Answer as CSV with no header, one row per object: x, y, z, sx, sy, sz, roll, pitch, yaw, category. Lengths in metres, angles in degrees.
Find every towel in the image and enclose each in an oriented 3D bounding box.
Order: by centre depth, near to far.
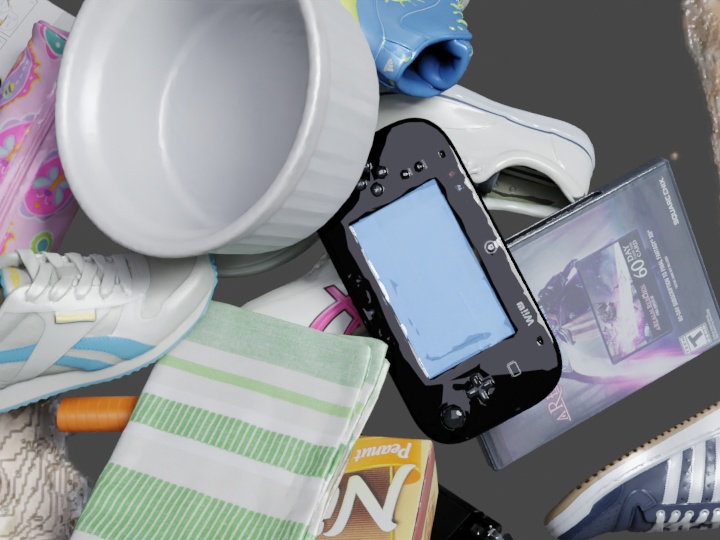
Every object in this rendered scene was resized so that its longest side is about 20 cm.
-0.082,0.114,0.752,0.151,0.023,0.201,12,60,20,towel

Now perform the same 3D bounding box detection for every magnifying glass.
-0.100,0.094,0.808,0.197,0.023,0.080,0,36,7,magnifying glass

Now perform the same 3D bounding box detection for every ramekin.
-0.084,-0.104,0.768,0.199,0.097,0.203,-3,84,30,ramekin

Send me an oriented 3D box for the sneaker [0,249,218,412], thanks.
-0.186,0.024,0.789,0.198,0.081,0.077,-23,42,-9,sneaker

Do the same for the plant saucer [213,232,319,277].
-0.097,-0.097,0.869,0.198,0.050,0.203,-1,85,13,plant saucer

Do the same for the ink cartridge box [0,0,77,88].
-0.324,-0.141,0.902,0.175,0.045,0.201,33,75,7,ink cartridge box

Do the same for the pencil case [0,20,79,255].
-0.228,-0.066,0.848,0.087,0.087,0.202,26,87,5,pencil case

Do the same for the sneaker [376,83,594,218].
0.073,-0.085,0.886,0.198,0.073,0.071,11,47,-1,sneaker

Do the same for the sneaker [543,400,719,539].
0.229,0.159,0.834,0.199,0.070,0.109,-26,75,-13,sneaker

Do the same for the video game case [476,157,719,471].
0.150,0.030,0.859,0.199,0.019,0.144,-28,108,-11,video game case

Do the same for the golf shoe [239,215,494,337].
0.000,0.000,0.853,0.198,0.073,0.093,-19,108,-13,golf shoe

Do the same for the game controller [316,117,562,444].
0.046,0.006,0.790,0.104,0.042,0.201,-29,86,12,game controller

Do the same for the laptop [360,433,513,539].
0.020,0.238,0.806,0.199,0.104,0.177,29,53,30,laptop

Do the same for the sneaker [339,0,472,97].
0.044,-0.164,0.873,0.105,0.076,0.199,40,37,17,sneaker

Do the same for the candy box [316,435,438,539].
-0.057,0.160,0.778,0.198,0.056,0.116,3,43,12,candy box
